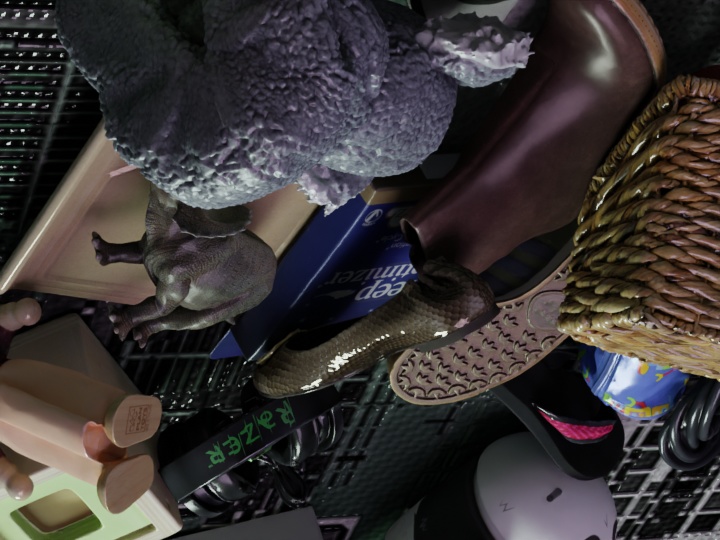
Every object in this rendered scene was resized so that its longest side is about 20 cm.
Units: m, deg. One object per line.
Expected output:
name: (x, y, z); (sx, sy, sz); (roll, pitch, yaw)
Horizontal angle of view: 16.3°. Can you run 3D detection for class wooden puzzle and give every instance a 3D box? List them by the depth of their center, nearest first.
wooden puzzle: (-0.097, -0.043, 1.475); (0.200, 0.037, 0.185); (5, 140, -36)

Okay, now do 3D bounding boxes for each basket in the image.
basket: (0.227, -0.013, 1.464); (0.200, 0.149, 0.143); (14, 171, -18)

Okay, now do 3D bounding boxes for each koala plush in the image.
koala plush: (-0.023, -0.102, 1.304); (0.177, 0.184, 0.200); (-38, 145, 28)

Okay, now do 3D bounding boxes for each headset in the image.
headset: (-0.063, 0.118, 1.619); (0.123, 0.094, 0.200); (-31, 179, -3)

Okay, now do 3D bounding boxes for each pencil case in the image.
pencil case: (0.195, 0.015, 1.641); (0.087, 0.078, 0.200); (-27, 151, -27)

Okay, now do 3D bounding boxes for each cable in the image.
cable: (0.264, 0.056, 1.699); (0.163, 0.051, 0.200); (-42, 165, -19)

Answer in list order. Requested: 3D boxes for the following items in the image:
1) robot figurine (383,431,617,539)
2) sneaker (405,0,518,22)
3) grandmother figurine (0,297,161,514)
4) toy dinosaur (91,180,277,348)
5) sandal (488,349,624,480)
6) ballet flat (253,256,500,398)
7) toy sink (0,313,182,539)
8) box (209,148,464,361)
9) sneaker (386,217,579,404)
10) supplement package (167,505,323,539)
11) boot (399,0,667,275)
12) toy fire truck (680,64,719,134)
robot figurine: (0.096, 0.204, 1.815); (0.125, 0.150, 0.200); (28, 126, -27)
sneaker: (0.075, -0.180, 1.322); (0.074, 0.079, 0.200); (-3, 144, -23)
grandmother figurine: (-0.209, 0.074, 1.482); (0.061, 0.200, 0.122); (7, 97, -57)
toy dinosaur: (-0.089, 0.002, 1.442); (0.102, 0.077, 0.200); (-20, 146, 10)
sandal: (0.139, 0.086, 1.715); (0.045, 0.075, 0.200); (-16, 146, 26)
ballet flat: (0.002, 0.033, 1.480); (0.200, 0.046, 0.067); (-20, -167, 48)
toy sink: (-0.233, 0.136, 1.587); (0.200, 0.112, 0.130); (-22, 145, 6)
box: (0.000, 0.000, 1.552); (0.121, 0.032, 0.200); (-7, 148, -41)
sneaker: (0.101, 0.002, 1.570); (0.200, 0.090, 0.067); (-35, 122, 17)
supplement package: (-0.082, 0.294, 1.794); (0.155, 0.200, 0.111); (-12, 146, -9)
boot: (0.094, -0.074, 1.433); (0.166, 0.072, 0.200); (-39, 152, -14)
toy fire truck: (0.294, -0.092, 1.517); (0.168, 0.112, 0.200); (-26, 145, 25)
